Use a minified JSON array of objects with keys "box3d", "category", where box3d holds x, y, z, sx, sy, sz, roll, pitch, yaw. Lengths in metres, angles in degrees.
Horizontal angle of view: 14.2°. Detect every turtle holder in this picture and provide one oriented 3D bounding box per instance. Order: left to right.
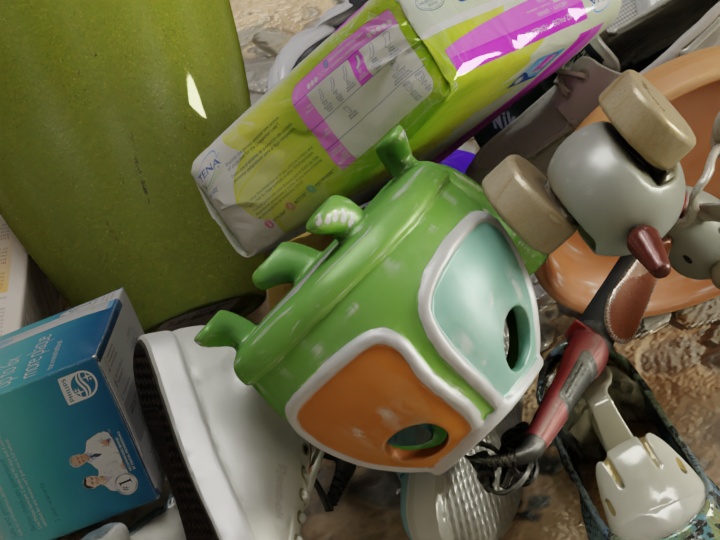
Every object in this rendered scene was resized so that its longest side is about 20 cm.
[{"box3d":[0.019,0.022,1.407,0.141,0.132,0.186,-46,2,12],"category":"turtle holder"}]

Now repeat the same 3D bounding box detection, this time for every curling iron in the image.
[{"box3d":[0.104,0.041,1.447,0.050,0.026,0.200,-12,31,40],"category":"curling iron"}]

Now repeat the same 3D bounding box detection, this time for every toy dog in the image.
[{"box3d":[0.151,-0.021,1.413,0.200,0.132,0.096,1,50,-45],"category":"toy dog"}]

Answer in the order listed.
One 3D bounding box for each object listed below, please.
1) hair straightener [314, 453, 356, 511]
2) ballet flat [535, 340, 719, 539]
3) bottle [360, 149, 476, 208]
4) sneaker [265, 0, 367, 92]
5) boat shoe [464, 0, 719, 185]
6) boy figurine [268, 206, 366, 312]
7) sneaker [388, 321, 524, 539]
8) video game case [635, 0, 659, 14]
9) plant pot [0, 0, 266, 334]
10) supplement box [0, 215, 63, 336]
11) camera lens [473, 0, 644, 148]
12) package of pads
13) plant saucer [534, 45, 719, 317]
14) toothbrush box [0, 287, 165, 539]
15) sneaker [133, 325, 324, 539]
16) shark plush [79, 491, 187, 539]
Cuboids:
[{"box3d":[-0.053,0.076,1.543,0.077,0.041,0.200,-3,26,-16],"category":"hair straightener"},{"box3d":[0.132,0.098,1.430,0.074,0.074,0.200,-20,31,-8],"category":"ballet flat"},{"box3d":[-0.011,-0.041,1.692,0.200,0.084,0.065,14,23,37],"category":"bottle"},{"box3d":[0.023,-0.127,1.819,0.114,0.076,0.200,1,33,29],"category":"sneaker"},{"box3d":[0.134,-0.099,1.537,0.200,0.066,0.072,-28,33,16],"category":"boat shoe"},{"box3d":[0.000,0.000,1.572,0.124,0.064,0.200,-32,6,-24],"category":"boy figurine"},{"box3d":[0.035,0.089,1.499,0.082,0.074,0.200,-24,25,24],"category":"sneaker"},{"box3d":[0.251,-0.124,1.623,0.200,0.143,0.018,-5,-10,-22],"category":"video game case"},{"box3d":[-0.133,-0.058,1.652,0.187,0.200,0.187,-21,-11,-4],"category":"plant pot"},{"box3d":[-0.242,0.044,1.665,0.126,0.074,0.200,-11,31,5],"category":"supplement box"},{"box3d":[0.164,-0.131,1.688,0.200,0.160,0.160,-31,35,-24],"category":"camera lens"},{"box3d":[0.019,-0.091,1.501,0.154,0.068,0.200,-27,-8,-44],"category":"package of pads"},{"box3d":[0.176,-0.052,1.525,0.200,0.200,0.037,-20,55,-9],"category":"plant saucer"},{"box3d":[-0.203,0.097,1.496,0.200,0.085,0.146,-22,12,7],"category":"toothbrush box"},{"box3d":[-0.044,0.113,1.413,0.085,0.073,0.200,-11,69,-20],"category":"sneaker"},{"box3d":[-0.107,0.140,1.472,0.083,0.091,0.200,-28,22,45],"category":"shark plush"}]
